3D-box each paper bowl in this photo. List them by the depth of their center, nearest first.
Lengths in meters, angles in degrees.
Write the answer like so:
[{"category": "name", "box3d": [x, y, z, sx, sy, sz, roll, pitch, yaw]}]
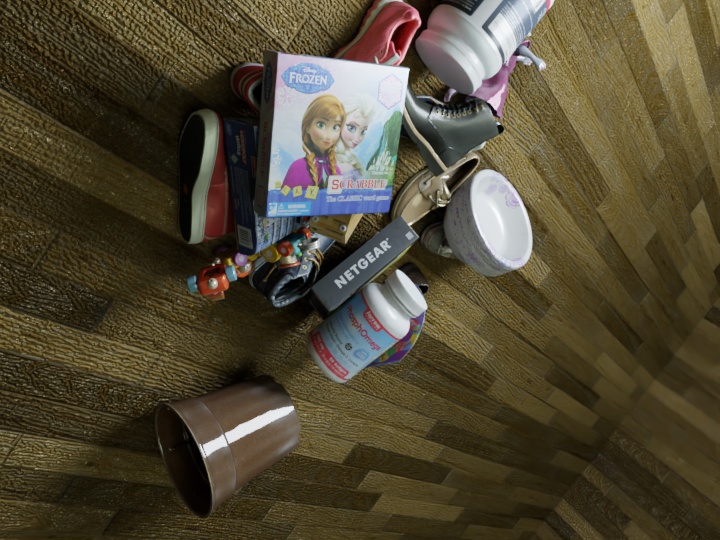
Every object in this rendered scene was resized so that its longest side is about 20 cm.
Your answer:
[{"category": "paper bowl", "box3d": [0.241, -0.087, 1.203, 0.199, 0.104, 0.203, 18, 63, -39]}]

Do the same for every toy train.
[{"category": "toy train", "box3d": [-0.156, -0.005, 0.918, 0.198, 0.150, 0.056, -17, 112, -9]}]

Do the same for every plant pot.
[{"category": "plant pot", "box3d": [-0.224, 0.288, 1.067, 0.197, 0.200, 0.202, -19, 130, -39]}]

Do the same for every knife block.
[{"category": "knife block", "box3d": [0.001, -0.152, 0.967, 0.175, 0.063, 0.202, -20, 129, -71]}]

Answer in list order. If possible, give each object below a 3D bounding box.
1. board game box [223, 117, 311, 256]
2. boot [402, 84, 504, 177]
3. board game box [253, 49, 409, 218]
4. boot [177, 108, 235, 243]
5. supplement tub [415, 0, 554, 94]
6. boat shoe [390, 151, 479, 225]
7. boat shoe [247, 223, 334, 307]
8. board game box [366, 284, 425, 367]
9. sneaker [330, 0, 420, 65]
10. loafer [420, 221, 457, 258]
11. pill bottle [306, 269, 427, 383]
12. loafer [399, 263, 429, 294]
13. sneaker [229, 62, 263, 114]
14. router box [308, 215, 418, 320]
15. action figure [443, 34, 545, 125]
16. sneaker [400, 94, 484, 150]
[{"category": "board game box", "box3d": [-0.100, -0.145, 0.896, 0.199, 0.061, 0.202, -37, 137, -44]}, {"category": "boot", "box3d": [0.133, -0.258, 0.973, 0.137, 0.078, 0.200, -29, 139, 15]}, {"category": "board game box", "box3d": [-0.037, -0.174, 0.804, 0.198, 0.041, 0.202, -7, 114, -34]}, {"category": "boot", "box3d": [-0.183, -0.138, 0.881, 0.143, 0.072, 0.202, -13, 134, -34]}, {"category": "supplement tub", "box3d": [0.195, -0.396, 0.960, 0.200, 0.140, 0.140, -50, 138, 1]}, {"category": "boat shoe", "box3d": [0.138, -0.153, 1.139, 0.200, 0.064, 0.071, -48, 138, -2]}, {"category": "boat shoe", "box3d": [-0.088, -0.019, 1.024, 0.200, 0.091, 0.071, -40, 137, -11]}, {"category": "board game box", "box3d": [0.028, 0.097, 1.130, 0.039, 0.199, 0.159, 37, 52, -34]}, {"category": "sneaker", "box3d": [0.016, -0.314, 0.907, 0.073, 0.087, 0.201, 25, 101, -46]}, {"category": "loafer", "box3d": [0.211, -0.055, 1.271, 0.199, 0.063, 0.072, 6, 115, -42]}, {"category": "pill bottle", "box3d": [0.012, 0.093, 1.040, 0.200, 0.109, 0.109, -40, 139, 13]}, {"category": "loafer", "box3d": [0.060, 0.074, 1.230, 0.200, 0.071, 0.073, -48, 138, -2]}, {"category": "sneaker", "box3d": [-0.071, -0.237, 0.834, 0.198, 0.113, 0.072, 0, 116, -21]}, {"category": "router box", "box3d": [0.000, 0.000, 1.079, 0.199, 0.052, 0.157, -39, 176, -11]}, {"category": "action figure", "box3d": [0.241, -0.366, 1.079, 0.147, 0.134, 0.202, 18, 96, -1]}, {"category": "sneaker", "box3d": [0.141, -0.252, 1.064, 0.198, 0.079, 0.079, -1, 122, -38]}]
